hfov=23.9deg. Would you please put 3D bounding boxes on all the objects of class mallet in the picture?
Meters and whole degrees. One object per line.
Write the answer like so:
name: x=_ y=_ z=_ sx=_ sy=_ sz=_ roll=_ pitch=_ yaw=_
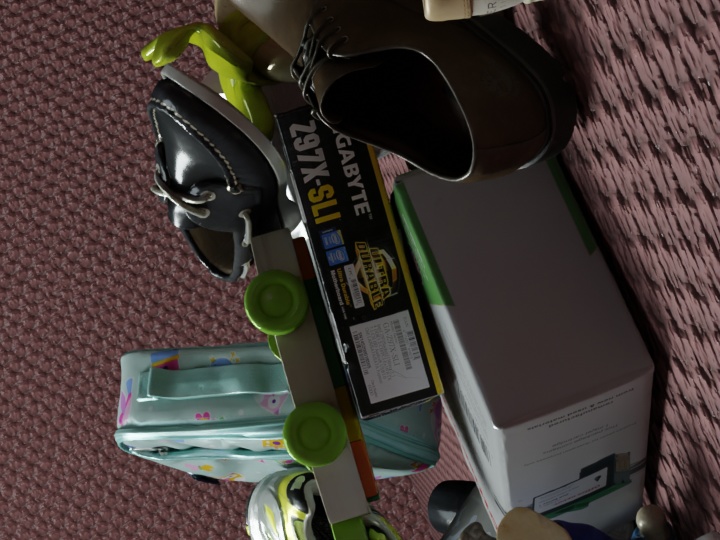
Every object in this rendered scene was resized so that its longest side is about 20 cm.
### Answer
mallet: x=0.117 y=0.214 z=1.226 sx=0.066 sy=0.041 sz=0.200 roll=8 pitch=148 yaw=41

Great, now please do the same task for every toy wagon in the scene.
toy wagon: x=-0.020 y=0.081 z=0.913 sx=0.155 sy=0.039 sz=0.201 roll=78 pitch=175 yaw=-81

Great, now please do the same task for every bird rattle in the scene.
bird rattle: x=-0.035 y=-0.166 z=0.961 sx=0.113 sy=0.162 sz=0.201 roll=51 pitch=-137 yaw=-48

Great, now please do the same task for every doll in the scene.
doll: x=0.116 y=0.179 z=0.876 sx=0.048 sy=0.137 sz=0.200 roll=34 pitch=-178 yaw=36

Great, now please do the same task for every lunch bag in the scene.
lunch bag: x=-0.058 y=0.094 z=1.118 sx=0.160 sy=0.199 sz=0.078 roll=24 pitch=-117 yaw=-58

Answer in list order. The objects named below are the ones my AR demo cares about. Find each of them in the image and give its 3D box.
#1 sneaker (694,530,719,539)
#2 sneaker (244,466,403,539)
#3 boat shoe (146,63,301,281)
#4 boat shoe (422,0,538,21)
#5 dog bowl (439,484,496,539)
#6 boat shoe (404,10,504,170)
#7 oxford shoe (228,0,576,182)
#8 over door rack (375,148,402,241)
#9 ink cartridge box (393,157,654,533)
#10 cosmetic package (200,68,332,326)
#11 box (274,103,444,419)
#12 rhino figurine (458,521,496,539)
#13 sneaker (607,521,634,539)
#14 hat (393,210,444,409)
sneaker: x=0.140 y=0.192 z=0.825 sx=0.200 sy=0.099 sz=0.078 roll=75 pitch=172 yaw=-56
sneaker: x=0.012 y=0.203 z=1.070 sx=0.200 sy=0.076 sz=0.076 roll=40 pitch=156 yaw=-6
boat shoe: x=-0.082 y=-0.047 z=0.920 sx=0.074 sy=0.060 sz=0.200 roll=39 pitch=171 yaw=14
boat shoe: x=0.016 y=-0.191 z=0.687 sx=0.074 sy=0.069 sz=0.201 roll=81 pitch=166 yaw=-72
dog bowl: x=0.121 y=0.225 z=1.061 sx=0.200 sy=0.059 sz=0.200 roll=47 pitch=174 yaw=6
boat shoe: x=0.027 y=-0.129 z=0.821 sx=0.072 sy=0.076 sz=0.201 roll=-115 pitch=6 yaw=-55
oxford shoe: x=-0.004 y=-0.106 z=0.758 sx=0.200 sy=0.084 sz=0.073 roll=34 pitch=129 yaw=25
over door rack: x=0.022 y=-0.098 z=1.089 sx=0.200 sy=0.066 sz=0.148 roll=95 pitch=151 yaw=-82
ink cartridge box: x=0.085 y=0.047 z=0.884 sx=0.200 sy=0.084 sz=0.147 roll=75 pitch=174 yaw=-62
cosmetic package: x=-0.041 y=-0.050 z=1.091 sx=0.083 sy=0.050 sz=0.201 roll=-60 pitch=-40 yaw=-46
box: x=0.000 y=0.000 z=0.935 sx=0.200 sy=0.049 sz=0.161 roll=82 pitch=171 yaw=-84
rhino figurine: x=0.060 y=0.249 z=0.944 sx=0.087 sy=0.201 sz=0.060 roll=23 pitch=176 yaw=25
sneaker: x=0.097 y=0.093 z=1.060 sx=0.116 sy=0.073 sz=0.201 roll=121 pitch=126 yaw=-81
hat: x=0.085 y=0.057 z=1.206 sx=0.175 sy=0.166 sz=0.200 roll=15 pitch=156 yaw=39
